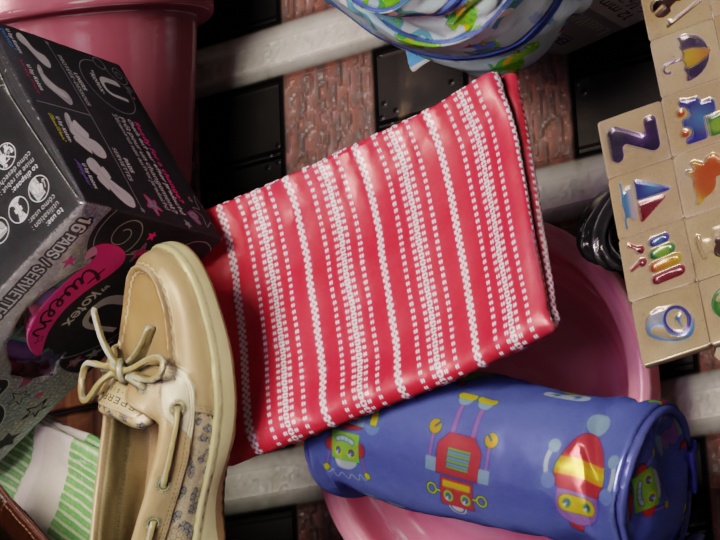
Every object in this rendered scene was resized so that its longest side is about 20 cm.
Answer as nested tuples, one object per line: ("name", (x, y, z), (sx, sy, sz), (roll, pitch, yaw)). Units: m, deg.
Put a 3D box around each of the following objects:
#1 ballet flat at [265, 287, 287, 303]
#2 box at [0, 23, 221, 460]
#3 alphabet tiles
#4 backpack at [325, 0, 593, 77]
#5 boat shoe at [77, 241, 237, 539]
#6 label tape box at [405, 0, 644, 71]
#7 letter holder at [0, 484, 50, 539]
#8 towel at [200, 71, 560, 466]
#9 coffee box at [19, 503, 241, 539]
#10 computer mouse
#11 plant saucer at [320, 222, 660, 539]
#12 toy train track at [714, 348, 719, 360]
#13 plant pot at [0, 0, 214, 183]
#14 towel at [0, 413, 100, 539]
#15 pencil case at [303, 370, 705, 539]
("ballet flat", (-0.044, 0.000, 1.261), (0.200, 0.070, 0.071), (17, 88, 64))
("box", (-0.191, -0.006, 1.200), (0.200, 0.114, 0.133), (-44, 61, 22))
("alphabet tiles", (0.192, -0.067, 1.093), (0.166, 0.008, 0.201), (-19, 58, 20))
("backpack", (0.033, -0.184, 1.178), (0.200, 0.154, 0.163), (45, 100, 22))
("boat shoe", (-0.102, 0.087, 1.136), (0.073, 0.062, 0.202), (7, 99, 60))
("label tape box", (0.109, -0.198, 1.239), (0.199, 0.066, 0.144), (-23, 65, 33))
("letter holder", (-0.228, 0.209, 1.163), (0.142, 0.100, 0.201), (42, 119, 39))
("towel", (0.000, 0.000, 1.140), (0.199, 0.022, 0.146), (-24, 59, 28))
("coffee box", (-0.091, 0.179, 1.250), (0.199, 0.113, 0.080), (5, 80, 35))
("computer mouse", (0.212, -0.018, 1.094), (0.199, 0.053, 0.139), (32, 83, 36))
("plant saucer", (0.069, 0.074, 1.204), (0.199, 0.051, 0.202), (-10, 71, 33))
("toy train track", (0.231, -0.037, 1.131), (0.115, 0.032, 0.201), (38, 99, 35))
("plant pot", (-0.174, -0.095, 1.344), (0.199, 0.199, 0.181), (-9, 89, 33))
("towel", (-0.191, 0.145, 1.245), (0.199, 0.023, 0.154), (22, 89, 37))
("pencil case", (0.070, 0.086, 1.121), (0.199, 0.087, 0.079), (9, 104, 38))
